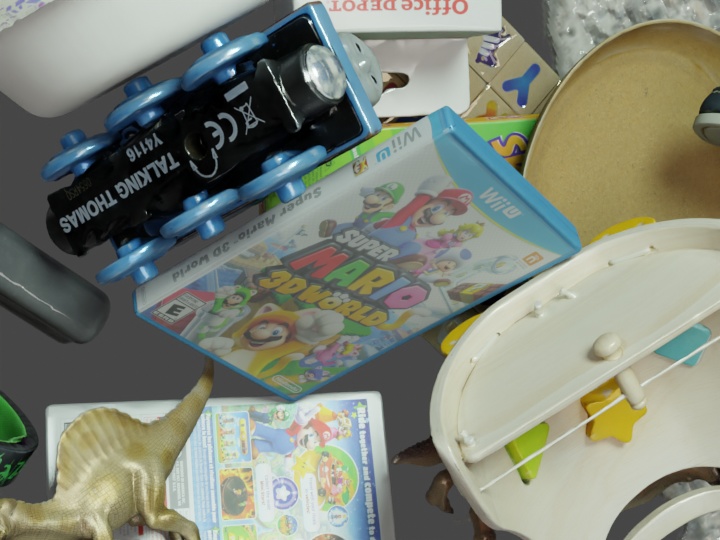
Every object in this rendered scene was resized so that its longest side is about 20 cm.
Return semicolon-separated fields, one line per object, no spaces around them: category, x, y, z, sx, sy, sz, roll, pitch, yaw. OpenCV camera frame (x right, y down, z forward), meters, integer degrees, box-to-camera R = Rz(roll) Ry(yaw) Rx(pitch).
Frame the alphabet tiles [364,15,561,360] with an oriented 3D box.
alphabet tiles;0.041;-0.070;0.836;0.200;0.008;0.168;42;89;-21

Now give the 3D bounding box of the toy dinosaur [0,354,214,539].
toy dinosaur;-0.118;0.115;0.768;0.199;0.058;0.102;-34;105;-41

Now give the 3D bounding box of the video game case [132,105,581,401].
video game case;0.000;0.000;0.763;0.199;0.018;0.143;-29;142;22

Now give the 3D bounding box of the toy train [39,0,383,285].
toy train;-0.073;-0.063;0.724;0.199;0.114;0.087;-27;94;34

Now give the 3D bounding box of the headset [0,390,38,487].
headset;-0.247;0.032;0.753;0.199;0.123;0.095;34;92;7

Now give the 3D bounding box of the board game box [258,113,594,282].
board game box;0.040;-0.037;0.825;0.197;0.030;0.097;-4;104;-14

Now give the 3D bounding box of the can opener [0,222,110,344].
can opener;-0.214;-0.038;0.771;0.199;0.053;0.067;36;71;-24

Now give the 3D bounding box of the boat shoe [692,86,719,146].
boat shoe;0.270;-0.089;0.837;0.198;0.075;0.063;8;98;-33

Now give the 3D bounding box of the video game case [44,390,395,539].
video game case;-0.078;0.144;0.827;0.197;0.018;0.145;-1;70;-12

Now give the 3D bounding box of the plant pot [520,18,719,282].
plant pot;0.167;-0.045;0.846;0.198;0.027;0.203;-7;105;-28

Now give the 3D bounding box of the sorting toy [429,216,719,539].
sorting toy;0.146;0.088;0.786;0.198;0.107;0.181;-31;115;-4

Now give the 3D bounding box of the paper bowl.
paper bowl;-0.117;-0.147;0.684;0.199;0.201;0.105;-29;100;-4

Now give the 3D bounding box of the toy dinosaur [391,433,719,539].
toy dinosaur;0.116;0.103;0.866;0.198;0.086;0.137;19;99;-12

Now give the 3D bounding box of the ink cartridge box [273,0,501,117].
ink cartridge box;0.013;-0.183;0.766;0.114;0.067;0.203;-3;96;-12
